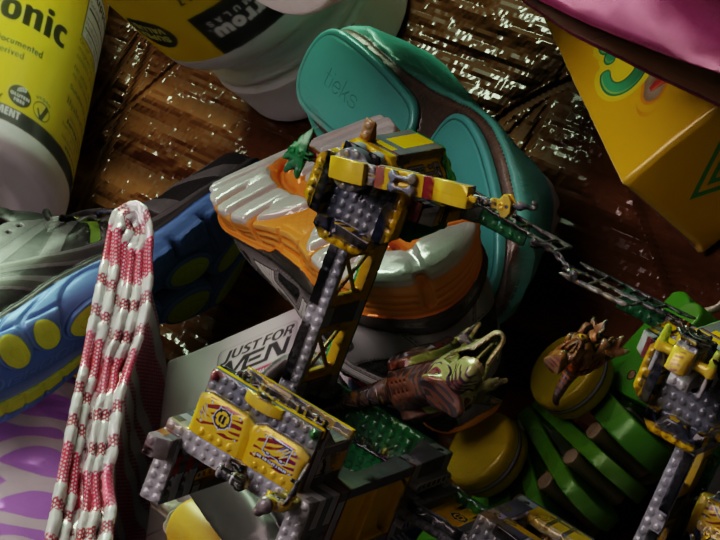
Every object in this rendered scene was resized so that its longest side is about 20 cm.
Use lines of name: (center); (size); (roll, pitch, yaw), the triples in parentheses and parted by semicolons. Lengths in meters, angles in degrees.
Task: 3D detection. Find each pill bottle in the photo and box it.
pill bottle: (-0.182, -0.109, 1.464); (0.111, 0.111, 0.201); (-22, 44, 32)
pill bottle: (-0.075, -0.160, 1.319); (0.114, 0.200, 0.115); (-28, 40, 27)

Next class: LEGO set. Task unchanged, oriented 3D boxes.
LEGO set: (0.026, 0.048, 0.945); (0.200, 0.116, 0.154); (38, 113, 20)

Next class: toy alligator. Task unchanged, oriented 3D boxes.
toy alligator: (0.098, 0.051, 1.066); (0.200, 0.059, 0.054); (-43, 36, 9)

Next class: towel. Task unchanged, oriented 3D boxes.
towel: (-0.093, 0.093, 1.183); (0.030, 0.147, 0.201); (5, 53, 4)

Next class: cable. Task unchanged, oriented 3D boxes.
cable: (-0.009, 0.106, 1.057); (0.097, 0.050, 0.200); (-48, 46, 11)

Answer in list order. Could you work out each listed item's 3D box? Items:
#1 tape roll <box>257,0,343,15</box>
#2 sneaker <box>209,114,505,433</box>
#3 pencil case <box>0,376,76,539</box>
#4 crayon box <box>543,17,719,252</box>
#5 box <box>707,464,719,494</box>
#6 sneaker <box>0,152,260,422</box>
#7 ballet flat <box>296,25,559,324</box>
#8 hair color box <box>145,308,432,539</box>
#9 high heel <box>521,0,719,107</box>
tape roll: (0.001, -0.215, 1.158); (0.139, 0.203, 0.203); (-25, 29, -23)
sneaker: (0.000, 0.000, 1.119); (0.078, 0.077, 0.200); (-25, 23, -6)
pencil case: (-0.151, 0.129, 1.240); (0.084, 0.085, 0.201); (-32, 39, 34)
crayon box: (0.154, -0.131, 1.170); (0.172, 0.058, 0.200); (-38, 37, 15)
box: (0.125, 0.170, 0.940); (0.200, 0.050, 0.198); (-54, 37, -8)
sneaker: (-0.117, -0.007, 1.270); (0.199, 0.071, 0.083); (-29, 57, -32)
ballet flat: (0.041, -0.038, 1.196); (0.068, 0.070, 0.200); (-62, 35, 18)
hair color box: (-0.029, 0.112, 1.145); (0.100, 0.061, 0.201); (-23, 44, 29)
high heel: (0.135, -0.045, 1.046); (0.096, 0.067, 0.200); (-26, 67, -3)
